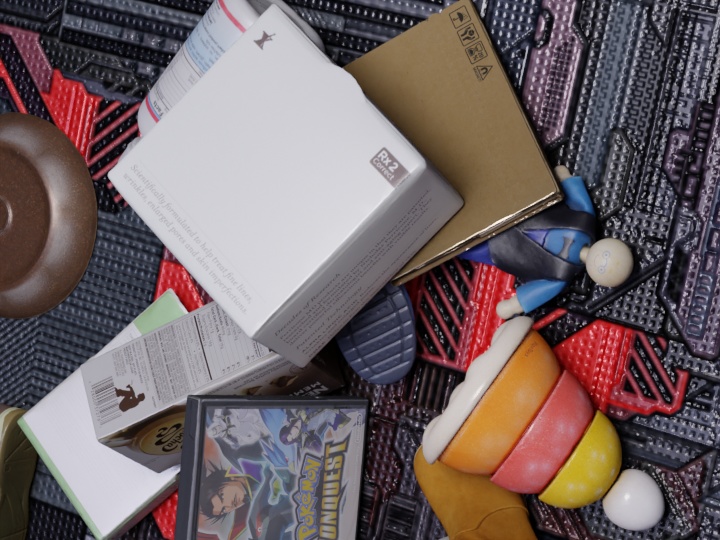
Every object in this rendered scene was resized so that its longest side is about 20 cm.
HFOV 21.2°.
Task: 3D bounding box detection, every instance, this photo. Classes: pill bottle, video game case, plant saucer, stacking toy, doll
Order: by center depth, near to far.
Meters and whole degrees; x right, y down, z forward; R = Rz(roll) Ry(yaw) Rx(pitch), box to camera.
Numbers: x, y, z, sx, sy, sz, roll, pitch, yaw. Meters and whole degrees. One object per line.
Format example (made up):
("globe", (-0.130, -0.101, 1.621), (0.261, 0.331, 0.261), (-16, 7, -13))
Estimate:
("stacking toy", (0.163, 0.148, 1.577), (0.199, 0.146, 0.147), (37, 108, 6))
("doll", (0.136, -0.027, 1.612), (0.198, 0.048, 0.138), (18, 88, 25))
("video game case", (-0.078, 0.209, 1.661), (0.025, 0.179, 0.202), (9, 95, 53))
("pill bottle", (-0.128, -0.149, 1.714), (0.109, 0.108, 0.200), (46, 111, 19))
("plant saucer", (-0.347, -0.053, 1.872), (0.199, 0.037, 0.203), (1, 91, 28))

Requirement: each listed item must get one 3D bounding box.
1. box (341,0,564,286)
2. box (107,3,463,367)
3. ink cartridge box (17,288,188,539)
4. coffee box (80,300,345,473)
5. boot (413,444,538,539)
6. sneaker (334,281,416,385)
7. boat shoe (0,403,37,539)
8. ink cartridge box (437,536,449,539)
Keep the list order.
("box", (0.060, -0.110, 1.625), (0.163, 0.021, 0.201), (-28, 67, 13))
("box", (-0.059, -0.067, 1.567), (0.200, 0.131, 0.199), (-44, 68, 3))
("ink cartridge box", (-0.205, 0.136, 1.799), (0.200, 0.048, 0.146), (-40, 74, 8))
("coffee box", (-0.129, 0.092, 1.690), (0.199, 0.113, 0.080), (-25, 62, 13))
("boot", (0.095, 0.219, 1.590), (0.201, 0.144, 0.071), (45, 109, 19))
("sneaker", (0.000, 0.000, 1.675), (0.073, 0.082, 0.202), (-20, 93, 12))
("boat shoe", (-0.365, 0.224, 1.876), (0.066, 0.071, 0.203), (21, 101, 36))
("ink cartridge box", (0.102, 0.309, 1.572), (0.200, 0.173, 0.044), (44, 110, 19))
